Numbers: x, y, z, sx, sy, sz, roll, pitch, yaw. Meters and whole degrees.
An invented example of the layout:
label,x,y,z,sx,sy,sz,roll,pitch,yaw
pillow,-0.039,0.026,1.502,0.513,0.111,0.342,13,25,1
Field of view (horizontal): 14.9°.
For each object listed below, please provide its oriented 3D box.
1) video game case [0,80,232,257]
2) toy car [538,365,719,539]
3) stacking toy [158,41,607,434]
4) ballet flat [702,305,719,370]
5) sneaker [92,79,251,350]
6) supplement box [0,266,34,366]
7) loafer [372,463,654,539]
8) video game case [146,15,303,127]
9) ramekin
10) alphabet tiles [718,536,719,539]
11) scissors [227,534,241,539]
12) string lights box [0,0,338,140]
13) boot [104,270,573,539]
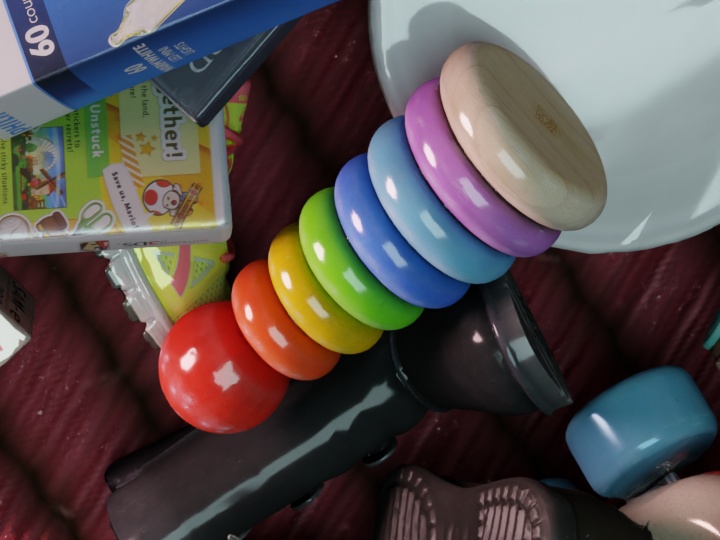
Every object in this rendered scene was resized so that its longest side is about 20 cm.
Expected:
label,x,y,z,sx,sy,sz,roll,pitch,yaw
video game case,-0.149,-0.101,1.104,0.182,0.023,0.200,-4,70,-4
toy car,0.183,0.145,1.208,0.200,0.185,0.177,-10,151,-40
stacking toy,0.000,0.000,1.090,0.200,0.085,0.085,-39,106,24
ballet flat,0.208,-0.030,1.152,0.067,0.068,0.200,26,69,2
sneaker,-0.079,-0.044,1.155,0.090,0.078,0.200,-26,106,-1
supplement box,-0.249,-0.005,1.151,0.126,0.074,0.200,-43,104,6
loafer,0.059,0.123,1.135,0.071,0.200,0.073,12,84,-20
video game case,-0.088,-0.175,1.089,0.200,0.019,0.143,42,93,11
ramekin,0.099,-0.117,1.141,0.202,0.094,0.203,-1,106,-4
alphabet tiles,0.231,0.150,1.107,0.200,0.196,0.015,45,141,-6
scissors,0.009,0.157,1.135,0.073,0.014,0.200,-16,134,9
string lights box,-0.070,-0.136,1.042,0.200,0.059,0.103,-22,80,7
boot,-0.016,0.067,1.148,0.200,0.165,0.066,-27,94,3
